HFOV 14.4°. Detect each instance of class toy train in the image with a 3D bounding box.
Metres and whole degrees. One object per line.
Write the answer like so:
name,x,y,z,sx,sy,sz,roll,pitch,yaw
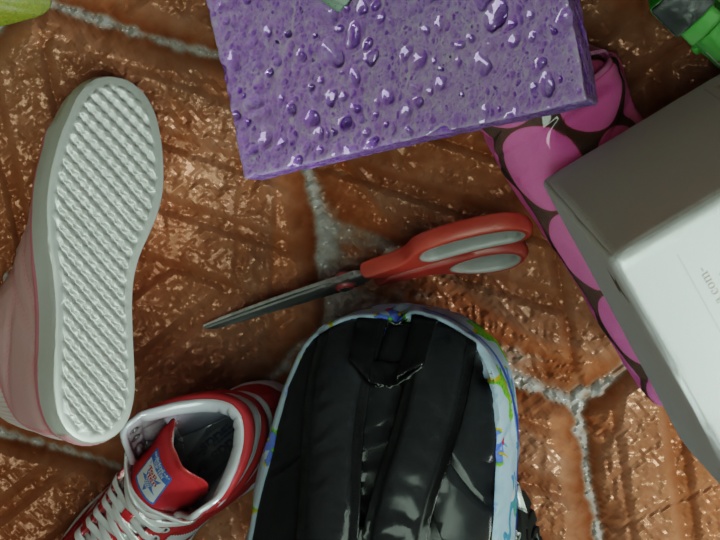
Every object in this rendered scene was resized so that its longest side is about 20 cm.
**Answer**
toy train,0.179,-0.138,1.514,0.200,0.056,0.042,41,108,-13

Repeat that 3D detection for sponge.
sponge,0.019,-0.121,1.496,0.199,0.030,0.112,-12,87,21

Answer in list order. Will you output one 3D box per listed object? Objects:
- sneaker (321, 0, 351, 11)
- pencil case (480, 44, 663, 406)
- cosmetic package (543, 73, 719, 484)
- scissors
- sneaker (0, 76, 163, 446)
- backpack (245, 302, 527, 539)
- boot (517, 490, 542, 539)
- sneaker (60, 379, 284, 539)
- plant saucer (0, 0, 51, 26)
sneaker,0.014,-0.222,1.421,0.118,0.074,0.201,38,119,-4
pencil case,0.147,-0.028,1.543,0.094,0.091,0.200,-35,106,-5
cosmetic package,0.227,-0.009,1.422,0.200,0.166,0.168,-30,108,0
scissors,0.000,0.000,1.576,0.199,0.073,0.014,-11,73,9
sneaker,-0.168,-0.005,1.571,0.075,0.105,0.201,8,84,-36
backpack,0.017,0.116,1.556,0.163,0.154,0.201,5,101,17
boot,0.032,0.228,1.652,0.157,0.079,0.212,-2,112,3
sneaker,-0.122,0.136,1.590,0.200,0.112,0.071,-46,79,9
plant saucer,-0.288,-0.199,1.512,0.199,0.048,0.201,-14,110,8
